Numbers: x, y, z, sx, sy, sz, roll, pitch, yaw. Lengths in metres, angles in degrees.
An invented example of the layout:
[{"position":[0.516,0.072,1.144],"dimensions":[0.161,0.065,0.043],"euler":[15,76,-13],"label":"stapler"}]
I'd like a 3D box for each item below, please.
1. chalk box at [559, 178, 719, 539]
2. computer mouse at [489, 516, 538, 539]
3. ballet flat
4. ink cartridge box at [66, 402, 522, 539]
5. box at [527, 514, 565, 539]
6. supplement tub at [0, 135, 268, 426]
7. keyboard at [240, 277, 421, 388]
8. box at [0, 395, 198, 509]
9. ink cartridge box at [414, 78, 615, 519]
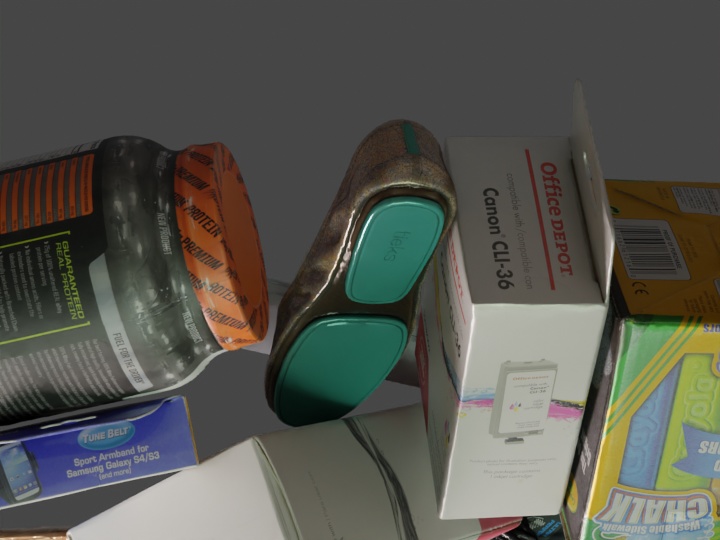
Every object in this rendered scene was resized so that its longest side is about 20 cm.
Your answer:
[{"position":[0.164,0.070,1.123],"dimensions":[0.123,0.125,0.201],"euler":[1,126,-8],"label":"chalk box"},{"position":[0.171,0.165,1.262],"dimensions":[0.199,0.044,0.110],"euler":[-5,139,-1],"label":"computer mouse"},{"position":[0.000,0.000,1.097],"dimensions":[0.068,0.067,0.200],"euler":[8,140,-20],"label":"ballet flat"},{"position":[-0.032,0.136,1.169],"dimensions":[0.146,0.083,0.200],"euler":[-29,166,33],"label":"ink cartridge box"},{"position":[0.145,0.147,1.308],"dimensions":[0.158,0.046,0.200],"euler":[19,134,-26],"label":"box"},{"position":[-0.151,0.007,1.045],"dimensions":[0.199,0.123,0.123],"euler":[-12,140,8],"label":"supplement tub"},{"position":[-0.011,0.034,1.185],"dimensions":[0.199,0.011,0.056],"euler":[14,142,-22],"label":"keyboard"},{"position":[-0.153,0.094,1.114],"dimensions":[0.118,0.042,0.200],"euler":[-11,180,-14],"label":"box"},{"position":[0.072,0.015,1.081],"dimensions":[0.067,0.117,0.201],"euler":[-1,136,-7],"label":"ink cartridge box"}]
